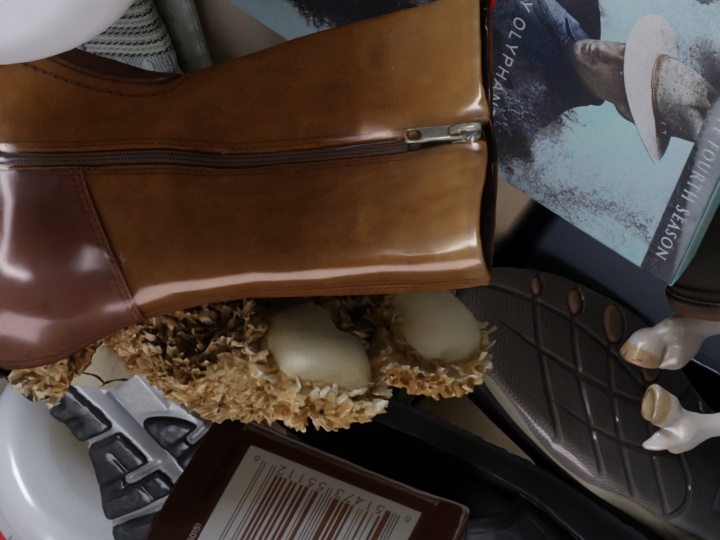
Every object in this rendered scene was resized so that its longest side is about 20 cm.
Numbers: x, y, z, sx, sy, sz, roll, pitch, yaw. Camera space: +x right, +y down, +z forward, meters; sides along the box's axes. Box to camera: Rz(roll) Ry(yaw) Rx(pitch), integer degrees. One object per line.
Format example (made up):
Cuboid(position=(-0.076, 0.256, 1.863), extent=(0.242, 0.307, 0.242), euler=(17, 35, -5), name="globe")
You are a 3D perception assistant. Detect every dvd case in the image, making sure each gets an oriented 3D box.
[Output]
Cuboid(position=(0.039, -0.095, 0.881), extent=(0.200, 0.022, 0.146), euler=(33, 144, 11), name="dvd case")

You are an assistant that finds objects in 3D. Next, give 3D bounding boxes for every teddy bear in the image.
Cuboid(position=(-0.049, 0.021, 0.934), extent=(0.199, 0.145, 0.067), euler=(7, 112, 27), name="teddy bear")

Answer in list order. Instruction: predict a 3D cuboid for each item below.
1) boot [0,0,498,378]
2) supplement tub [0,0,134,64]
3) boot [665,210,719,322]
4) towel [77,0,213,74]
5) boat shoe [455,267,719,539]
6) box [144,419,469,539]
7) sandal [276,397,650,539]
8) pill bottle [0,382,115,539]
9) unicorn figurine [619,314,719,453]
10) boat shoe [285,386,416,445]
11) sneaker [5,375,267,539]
Cuboid(position=(-0.058, -0.064, 0.876), extent=(0.199, 0.189, 0.069), euler=(-13, 143, 12), name="boot")
Cuboid(position=(-0.088, -0.170, 0.750), extent=(0.144, 0.200, 0.145), euler=(15, 143, 12), name="supplement tub")
Cuboid(position=(0.153, -0.046, 0.899), extent=(0.200, 0.075, 0.097), euler=(-21, 100, 54), name="boot")
Cuboid(position=(-0.149, -0.110, 1.004), extent=(0.192, 0.035, 0.200), euler=(8, 142, 25), name="towel")
Cuboid(position=(0.099, 0.077, 1.051), extent=(0.200, 0.075, 0.073), euler=(39, 140, -17), name="boat shoe")
Cuboid(position=(-0.024, 0.150, 1.022), extent=(0.100, 0.075, 0.200), euler=(21, 141, 11), name="box")
Cuboid(position=(0.052, 0.101, 1.018), extent=(0.200, 0.048, 0.075), euler=(30, 158, -6), name="sandal")
Cuboid(position=(-0.127, 0.120, 1.195), extent=(0.112, 0.112, 0.200), euler=(28, 143, -5), name="pill bottle")
Cuboid(position=(0.157, 0.065, 0.969), extent=(0.137, 0.074, 0.201), euler=(4, 125, -14), name="unicorn figurine")
Cuboid(position=(-0.002, 0.000, 1.021), extent=(0.073, 0.063, 0.201), euler=(18, 143, 8), name="boat shoe")
Cuboid(position=(-0.068, 0.048, 1.080), extent=(0.078, 0.090, 0.200), euler=(-23, 107, 31), name="sneaker")
